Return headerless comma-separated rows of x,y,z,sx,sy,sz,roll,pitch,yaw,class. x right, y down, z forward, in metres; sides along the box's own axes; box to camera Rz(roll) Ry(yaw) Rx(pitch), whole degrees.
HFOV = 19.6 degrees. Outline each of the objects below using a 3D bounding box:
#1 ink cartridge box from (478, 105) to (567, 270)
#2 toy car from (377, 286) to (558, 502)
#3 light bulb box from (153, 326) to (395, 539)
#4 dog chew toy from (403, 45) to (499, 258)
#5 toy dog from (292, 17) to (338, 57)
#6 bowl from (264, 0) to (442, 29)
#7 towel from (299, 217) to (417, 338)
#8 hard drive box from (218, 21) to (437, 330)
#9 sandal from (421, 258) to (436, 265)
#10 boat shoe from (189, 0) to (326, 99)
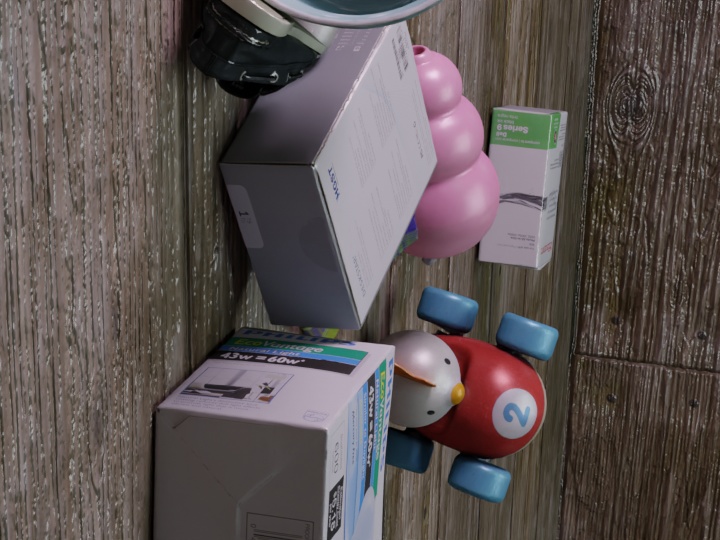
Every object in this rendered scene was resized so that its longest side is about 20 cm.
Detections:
0.211,-0.110,2.715,0.146,0.083,0.201,-22,119,-77,ink cartridge box
0.077,0.115,2.049,0.200,0.176,0.185,19,89,-65,toy car
-0.060,0.164,1.480,0.200,0.124,0.200,-46,141,-69,light bulb box
0.063,-0.113,1.942,0.125,0.124,0.201,-66,151,-55,dog chew toy
-0.028,-0.262,1.541,0.200,0.096,0.132,-57,158,-33,toy dog
0.001,-0.241,1.384,0.105,0.199,0.202,76,23,-77,bowl
0.000,0.000,1.732,0.144,0.023,0.200,-50,172,-9,towel
-0.018,-0.080,1.557,0.200,0.076,0.157,-64,149,-44,hard drive box
0.067,-0.055,2.165,0.203,0.050,0.083,-89,-161,-81,sandal
-0.073,-0.147,1.394,0.066,0.074,0.199,-56,180,6,boat shoe
